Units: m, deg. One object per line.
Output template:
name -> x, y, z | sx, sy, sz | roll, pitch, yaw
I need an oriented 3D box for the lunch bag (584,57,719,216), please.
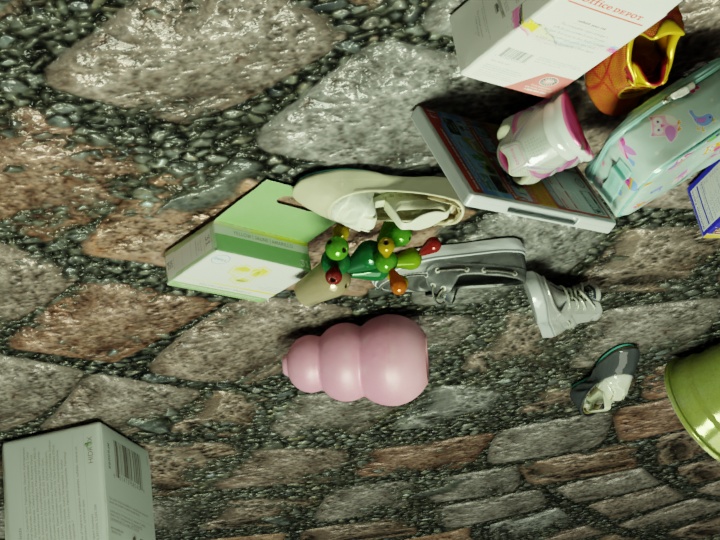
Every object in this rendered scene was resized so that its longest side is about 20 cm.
lunch bag -> 0.314, -0.133, 1.468 | 0.160, 0.077, 0.200 | -30, 168, -8

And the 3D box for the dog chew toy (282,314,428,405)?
dog chew toy -> -0.007, 0.125, 1.954 | 0.198, 0.125, 0.125 | -4, 157, 6

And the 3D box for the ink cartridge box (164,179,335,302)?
ink cartridge box -> -0.113, -0.029, 1.656 | 0.145, 0.048, 0.199 | 13, 150, -40

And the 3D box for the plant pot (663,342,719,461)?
plant pot -> 0.609, 0.174, 2.230 | 0.200, 0.201, 0.184 | 13, 137, -41

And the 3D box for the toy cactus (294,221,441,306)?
toy cactus -> 0.000, 0.000, 1.656 | 0.164, 0.103, 0.200 | -30, 173, 27

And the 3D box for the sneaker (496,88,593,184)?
sneaker -> 0.179, -0.132, 1.437 | 0.088, 0.082, 0.200 | -23, 178, 11

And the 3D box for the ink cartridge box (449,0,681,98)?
ink cartridge box -> 0.188, -0.239, 1.275 | 0.116, 0.068, 0.200 | 9, 152, -36

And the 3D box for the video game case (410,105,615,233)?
video game case -> 0.159, -0.104, 1.478 | 0.199, 0.143, 0.017 | 9, 128, -35

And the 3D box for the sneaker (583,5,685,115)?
sneaker -> 0.261, -0.197, 1.385 | 0.072, 0.078, 0.200 | -9, 158, -4

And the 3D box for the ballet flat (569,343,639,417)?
ballet flat -> 0.397, 0.185, 2.292 | 0.073, 0.074, 0.200 | 0, 154, -19

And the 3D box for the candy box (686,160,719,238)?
candy box -> 0.505, -0.112, 1.663 | 0.168, 0.078, 0.200 | -2, 156, -18

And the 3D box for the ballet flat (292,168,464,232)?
ballet flat -> 0.025, -0.074, 1.581 | 0.198, 0.070, 0.070 | -2, 155, -18

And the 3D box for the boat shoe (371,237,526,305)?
boat shoe -> 0.114, 0.010, 1.799 | 0.198, 0.067, 0.070 | -8, 156, -4

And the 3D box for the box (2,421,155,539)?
box -> -0.435, 0.365, 2.219 | 0.170, 0.201, 0.199 | -12, 157, 11

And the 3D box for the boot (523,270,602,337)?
boot -> 0.275, 0.034, 1.927 | 0.095, 0.074, 0.200 | -19, 163, 7
